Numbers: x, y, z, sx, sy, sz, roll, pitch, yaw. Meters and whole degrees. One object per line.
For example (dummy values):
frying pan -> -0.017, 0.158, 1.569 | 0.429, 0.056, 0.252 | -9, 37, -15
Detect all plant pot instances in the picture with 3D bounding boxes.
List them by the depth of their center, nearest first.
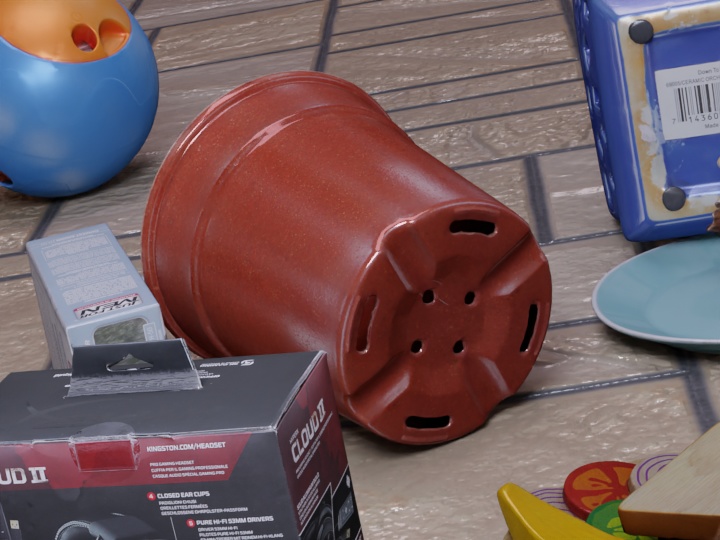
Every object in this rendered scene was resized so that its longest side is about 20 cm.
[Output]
plant pot -> 0.000, 0.000, 1.164 | 0.200, 0.202, 0.195 | -20, 28, -26
plant pot -> 0.251, -0.127, 1.327 | 0.199, 0.201, 0.180 | -8, 12, 10

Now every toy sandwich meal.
toy sandwich meal -> 0.158, 0.112, 0.914 | 0.204, 0.071, 0.205 | -10, 19, 3

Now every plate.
plate -> 0.246, 0.015, 1.217 | 0.199, 0.026, 0.200 | -10, 18, 3

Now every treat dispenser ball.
treat dispenser ball -> -0.283, -0.167, 1.761 | 0.200, 0.202, 0.201 | -10, 19, 3

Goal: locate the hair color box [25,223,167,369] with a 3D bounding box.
hair color box -> -0.165, 0.046, 1.238 | 0.060, 0.099, 0.200 | -14, 19, -12

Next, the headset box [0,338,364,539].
headset box -> -0.077, 0.124, 0.808 | 0.148, 0.201, 0.077 | -5, 20, 18

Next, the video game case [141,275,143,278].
video game case -> -0.042, -0.017, 1.474 | 0.199, 0.023, 0.182 | 0, 21, 26

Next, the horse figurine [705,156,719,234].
horse figurine -> 0.310, -0.063, 1.198 | 0.200, 0.133, 0.050 | -40, -13, 0
